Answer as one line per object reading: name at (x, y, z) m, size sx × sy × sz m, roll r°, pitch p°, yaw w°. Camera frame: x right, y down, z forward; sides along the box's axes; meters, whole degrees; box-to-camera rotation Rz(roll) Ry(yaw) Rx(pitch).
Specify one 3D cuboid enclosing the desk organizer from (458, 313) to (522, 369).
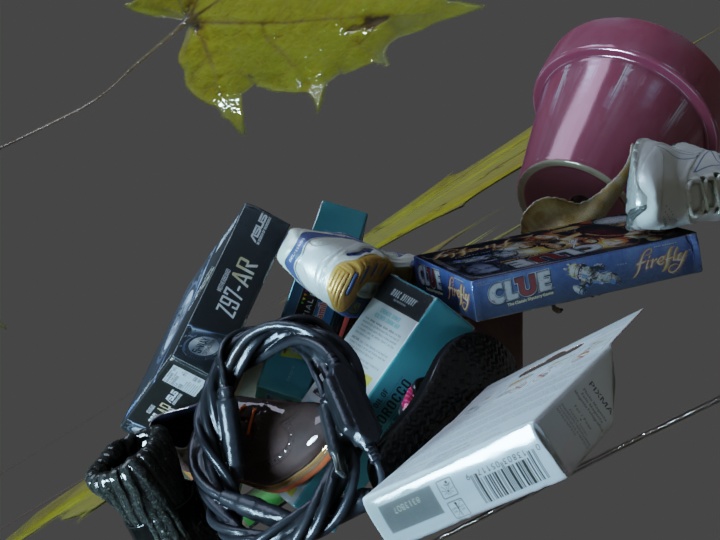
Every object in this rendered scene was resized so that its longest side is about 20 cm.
desk organizer at (0.099, 0.061, 1.510) m, size 0.077 × 0.072 × 0.200 m, roll -33°, pitch 5°, yaw -15°

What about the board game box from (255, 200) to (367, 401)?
board game box at (-0.049, 0.060, 1.540) m, size 0.151 × 0.047 × 0.200 m, roll 101°, pitch -173°, yaw -59°

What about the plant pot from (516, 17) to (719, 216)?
plant pot at (0.247, -0.121, 1.664) m, size 0.200 × 0.200 × 0.179 m, roll -27°, pitch 24°, yaw 52°

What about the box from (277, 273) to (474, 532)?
box at (0.002, 0.105, 1.353) m, size 0.200 × 0.049 × 0.082 m, roll -55°, pitch 31°, yaw -4°

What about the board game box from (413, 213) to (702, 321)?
board game box at (0.161, -0.005, 1.383) m, size 0.199 × 0.035 × 0.135 m, roll -12°, pitch 12°, yaw -16°

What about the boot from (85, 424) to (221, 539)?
boot at (-0.156, 0.200, 1.350) m, size 0.079 × 0.158 × 0.211 m, roll -36°, pitch 6°, yaw -14°

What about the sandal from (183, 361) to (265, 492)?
sandal at (-0.132, 0.156, 1.545) m, size 0.054 × 0.080 × 0.201 m, roll -122°, pitch 48°, yaw -67°

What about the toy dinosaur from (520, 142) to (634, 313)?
toy dinosaur at (0.196, -0.028, 1.527) m, size 0.200 × 0.101 × 0.058 m, roll -34°, pitch 6°, yaw -3°

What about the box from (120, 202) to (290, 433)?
box at (-0.136, 0.051, 1.446) m, size 0.161 × 0.043 × 0.200 m, roll -67°, pitch 10°, yaw -28°

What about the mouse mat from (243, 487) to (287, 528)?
mouse mat at (-0.111, 0.233, 1.597) m, size 0.200 × 0.008 × 0.161 m, roll -36°, pitch 6°, yaw -5°

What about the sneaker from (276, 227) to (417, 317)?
sneaker at (0.000, 0.000, 1.443) m, size 0.075 × 0.088 × 0.200 m, roll -59°, pitch -25°, yaw 1°

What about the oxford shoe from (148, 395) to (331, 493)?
oxford shoe at (-0.093, 0.132, 1.331) m, size 0.200 × 0.073 × 0.071 m, roll -16°, pitch 46°, yaw 43°

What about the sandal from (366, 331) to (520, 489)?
sandal at (0.058, 0.114, 1.293) m, size 0.045 × 0.075 × 0.200 m, roll -30°, pitch 10°, yaw 47°

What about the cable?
cable at (-0.062, 0.125, 1.259) m, size 0.163 × 0.200 × 0.051 m, roll -43°, pitch -40°, yaw 19°

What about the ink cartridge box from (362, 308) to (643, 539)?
ink cartridge box at (0.114, 0.111, 1.180) m, size 0.162 × 0.057 × 0.200 m, roll -30°, pitch -1°, yaw 37°

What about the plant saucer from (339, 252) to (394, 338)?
plant saucer at (-0.010, 0.072, 1.676) m, size 0.200 × 0.037 × 0.200 m, roll -148°, pitch 81°, yaw -84°

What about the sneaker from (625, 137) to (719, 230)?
sneaker at (0.276, -0.071, 1.376) m, size 0.087 × 0.075 × 0.200 m, roll 10°, pitch 16°, yaw 29°

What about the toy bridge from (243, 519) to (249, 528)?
toy bridge at (-0.118, 0.215, 1.481) m, size 0.200 × 0.067 × 0.027 m, roll -35°, pitch 6°, yaw -11°
